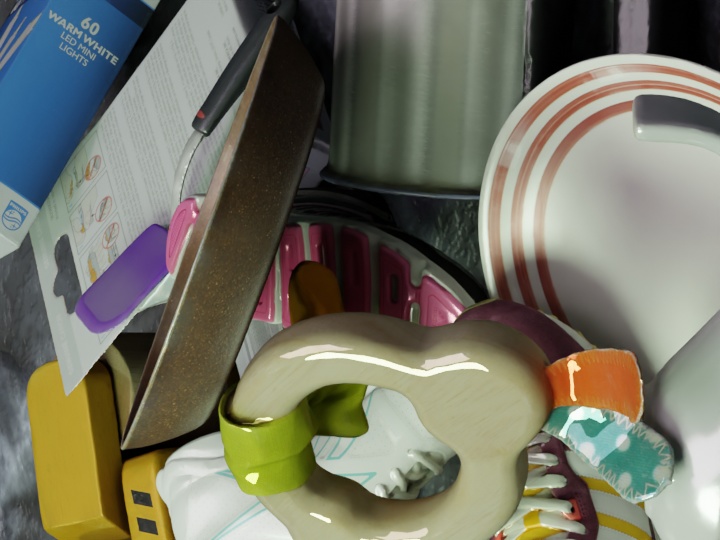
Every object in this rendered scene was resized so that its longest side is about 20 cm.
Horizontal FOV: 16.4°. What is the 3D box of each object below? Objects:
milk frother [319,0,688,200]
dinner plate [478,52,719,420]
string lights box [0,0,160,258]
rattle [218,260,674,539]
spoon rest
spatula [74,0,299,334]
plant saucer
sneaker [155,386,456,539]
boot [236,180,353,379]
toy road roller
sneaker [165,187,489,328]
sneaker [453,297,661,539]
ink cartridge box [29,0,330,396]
[{"bbox_3d":[0.030,-0.126,1.106,0.180,0.200,0.189,13,103,49],"label":"milk frother"},{"bbox_3d":[0.136,0.001,1.063,0.200,0.024,0.201,21,125,33],"label":"dinner plate"},{"bbox_3d":[-0.189,-0.098,1.435,0.103,0.059,0.200,-23,37,59],"label":"string lights box"},{"bbox_3d":[0.049,0.040,1.047,0.200,0.143,0.130,-25,99,31],"label":"rattle"},{"bbox_3d":[0.141,0.029,0.999,0.099,0.060,0.201,-75,-19,-67],"label":"spoon rest"},{"bbox_3d":[-0.084,-0.054,1.267,0.200,0.021,0.057,-61,28,7],"label":"spatula"},{"bbox_3d":[-0.056,-0.012,1.092,0.200,0.034,0.201,-159,90,-84],"label":"plant saucer"},{"bbox_3d":[0.001,0.100,1.211,0.200,0.070,0.080,-25,57,12],"label":"sneaker"},{"bbox_3d":[-0.013,0.043,1.286,0.096,0.073,0.200,-45,60,40],"label":"boot"},{"bbox_3d":[-0.084,0.123,1.359,0.146,0.123,0.201,-19,78,38],"label":"toy road roller"},{"bbox_3d":[0.000,0.000,1.196,0.200,0.087,0.074,18,113,42],"label":"sneaker"},{"bbox_3d":[0.086,0.108,1.069,0.075,0.090,0.200,-29,88,30],"label":"sneaker"},{"bbox_3d":[-0.099,-0.047,1.347,0.200,0.057,0.163,-54,34,27],"label":"ink cartridge box"}]
